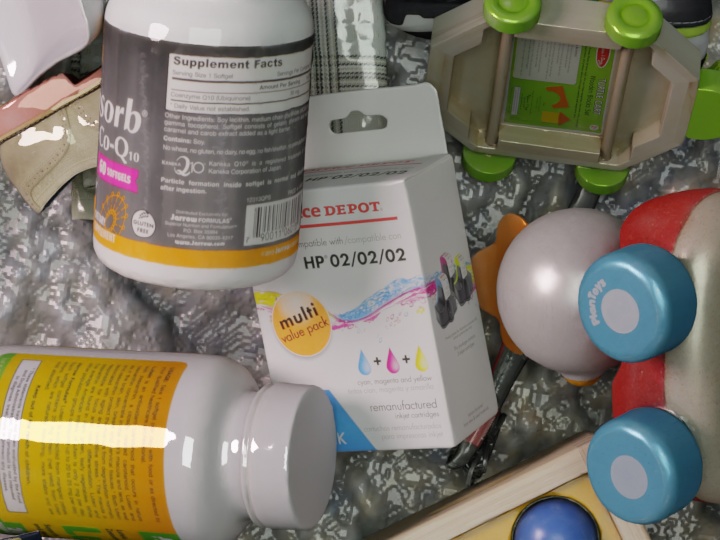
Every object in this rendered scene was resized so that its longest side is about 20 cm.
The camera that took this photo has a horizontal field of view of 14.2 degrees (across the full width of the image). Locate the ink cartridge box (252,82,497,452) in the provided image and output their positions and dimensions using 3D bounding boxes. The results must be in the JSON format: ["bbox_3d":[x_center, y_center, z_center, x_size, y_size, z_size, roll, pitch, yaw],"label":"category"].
[{"bbox_3d":[0.000,0.000,1.672,0.115,0.068,0.200,-5,103,28],"label":"ink cartridge box"}]

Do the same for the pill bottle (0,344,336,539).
[{"bbox_3d":[-0.120,0.102,1.661,0.200,0.111,0.111,2,90,19],"label":"pill bottle"}]

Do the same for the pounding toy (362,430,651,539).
[{"bbox_3d":[0.088,0.220,1.674,0.200,0.142,0.184,-26,89,-1],"label":"pounding toy"}]

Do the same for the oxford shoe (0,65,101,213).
[{"bbox_3d":[-0.119,-0.100,1.690,0.200,0.071,0.074,-25,92,11],"label":"oxford shoe"}]

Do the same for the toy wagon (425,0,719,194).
[{"bbox_3d":[0.137,-0.104,1.673,0.200,0.155,0.040,7,56,0],"label":"toy wagon"}]

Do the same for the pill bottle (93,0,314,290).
[{"bbox_3d":[-0.085,-0.098,1.584,0.116,0.116,0.200,4,106,0],"label":"pill bottle"}]

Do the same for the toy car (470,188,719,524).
[{"bbox_3d":[0.145,0.034,1.646,0.200,0.184,0.177,9,111,40],"label":"toy car"}]

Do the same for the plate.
[{"bbox_3d":[-0.195,-0.211,1.655,0.032,0.200,0.200,-18,90,-19],"label":"plate"}]

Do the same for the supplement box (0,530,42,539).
[{"bbox_3d":[-0.293,0.244,1.611,0.200,0.200,0.135,-14,90,28],"label":"supplement box"}]

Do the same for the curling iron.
[{"bbox_3d":[0.096,0.034,1.728,0.026,0.050,0.200,23,84,-1],"label":"curling iron"}]

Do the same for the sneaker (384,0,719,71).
[{"bbox_3d":[0.113,-0.132,1.709,0.200,0.072,0.083,3,119,7],"label":"sneaker"}]

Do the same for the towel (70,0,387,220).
[{"bbox_3d":[-0.079,-0.124,1.729,0.192,0.035,0.200,-1,90,-1],"label":"towel"}]
